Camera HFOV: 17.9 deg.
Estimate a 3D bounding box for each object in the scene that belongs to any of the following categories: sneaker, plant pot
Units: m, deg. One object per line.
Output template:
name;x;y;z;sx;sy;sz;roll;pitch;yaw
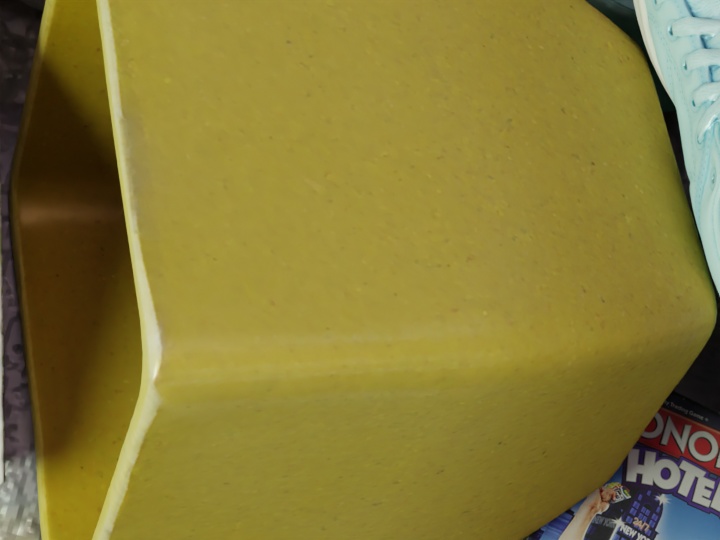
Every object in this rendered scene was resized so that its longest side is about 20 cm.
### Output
sneaker;0.133;-0.046;0.713;0.074;0.082;0.201;-18;86;7
plant pot;0.000;0.000;0.755;0.199;0.194;0.196;0;57;-17

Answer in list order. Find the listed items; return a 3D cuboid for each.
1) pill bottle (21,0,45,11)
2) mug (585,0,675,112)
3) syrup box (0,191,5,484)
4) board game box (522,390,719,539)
pill bottle;-0.090;-0.202;0.861;0.112;0.112;0.201;0;72;-15
mug;0.120;-0.139;0.893;0.184;0.114;0.153;-6;73;-17
syrup box;-0.163;-0.028;0.772;0.081;0.079;0.201;-2;90;-15
board game box;0.151;0.124;0.841;0.199;0.062;0.200;26;66;-4
